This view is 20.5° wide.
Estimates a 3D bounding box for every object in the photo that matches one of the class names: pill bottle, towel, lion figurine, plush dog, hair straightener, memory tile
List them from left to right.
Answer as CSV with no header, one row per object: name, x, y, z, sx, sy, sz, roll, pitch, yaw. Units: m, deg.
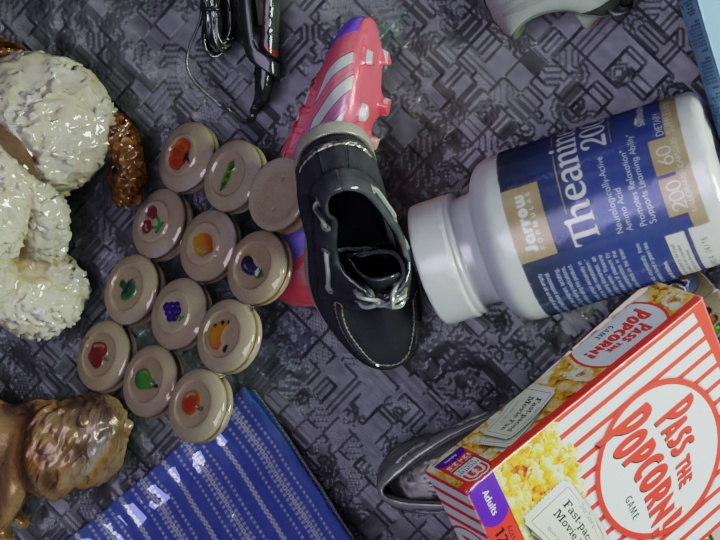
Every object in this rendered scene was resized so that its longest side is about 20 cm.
lion figurine,-0.263,0.112,1.399,0.200,0.072,0.123,25,107,7
plush dog,-0.243,-0.074,1.353,0.200,0.160,0.172,37,79,7
memory tile,-0.112,0.006,1.336,0.153,0.017,0.200,24,93,40
towel,-0.113,0.195,1.379,0.200,0.024,0.145,-41,68,14
hair straightener,-0.087,-0.199,1.351,0.077,0.041,0.200,3,101,13
pill bottle,0.137,-0.033,1.272,0.200,0.111,0.111,-18,92,14

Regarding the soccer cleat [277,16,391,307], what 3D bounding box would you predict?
soccer cleat,-0.030,-0.073,1.334,0.076,0.067,0.200,12,101,16

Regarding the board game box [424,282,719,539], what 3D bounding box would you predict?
board game box,0.151,0.126,1.229,0.200,0.046,0.152,-38,120,-21

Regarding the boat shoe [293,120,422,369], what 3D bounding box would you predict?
boat shoe,0.000,0.000,1.272,0.073,0.063,0.200,-15,130,0

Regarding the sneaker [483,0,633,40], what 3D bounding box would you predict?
sneaker,0.169,-0.203,1.275,0.200,0.074,0.079,-13,102,20

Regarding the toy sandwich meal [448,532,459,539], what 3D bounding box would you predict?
toy sandwich meal,0.118,0.254,1.295,0.205,0.205,0.070,49,141,4

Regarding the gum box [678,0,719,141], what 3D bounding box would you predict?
gum box,0.309,-0.098,1.237,0.170,0.045,0.200,-17,93,-4

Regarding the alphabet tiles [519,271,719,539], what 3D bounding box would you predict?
alphabet tiles,0.219,0.116,1.323,0.167,0.008,0.200,-43,86,13

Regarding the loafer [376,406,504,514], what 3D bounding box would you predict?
loafer,0.106,0.121,1.310,0.200,0.070,0.070,-20,91,14
